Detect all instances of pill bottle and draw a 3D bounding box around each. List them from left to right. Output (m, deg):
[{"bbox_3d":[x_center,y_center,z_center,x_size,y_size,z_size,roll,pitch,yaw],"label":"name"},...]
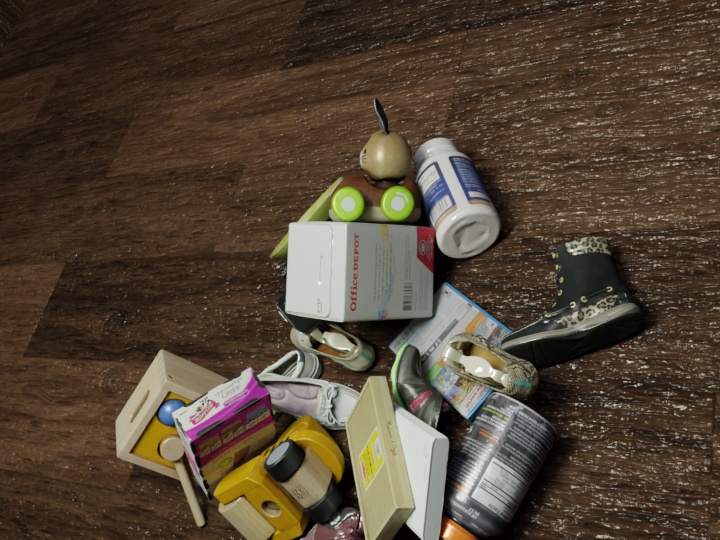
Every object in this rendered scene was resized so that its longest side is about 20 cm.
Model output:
[{"bbox_3d":[0.154,-0.128,1.299,0.110,0.111,0.202,-29,48,14],"label":"pill bottle"},{"bbox_3d":[0.169,0.273,1.024,0.106,0.106,0.201,23,75,42],"label":"pill bottle"}]

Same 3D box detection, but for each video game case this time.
[{"bbox_3d":[0.150,0.121,1.200,0.143,0.018,0.200,-48,46,-3],"label":"video game case"}]

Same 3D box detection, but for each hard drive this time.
[{"bbox_3d":[0.061,0.266,1.059,0.200,0.026,0.134,-166,81,-70],"label":"hard drive"}]

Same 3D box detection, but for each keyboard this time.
[{"bbox_3d":[-0.066,0.006,1.332,0.199,0.021,0.127,-39,82,-17],"label":"keyboard"}]

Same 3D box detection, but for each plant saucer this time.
[{"bbox_3d":[-0.091,-0.090,1.437,0.200,0.031,0.200,-46,10,10],"label":"plant saucer"}]

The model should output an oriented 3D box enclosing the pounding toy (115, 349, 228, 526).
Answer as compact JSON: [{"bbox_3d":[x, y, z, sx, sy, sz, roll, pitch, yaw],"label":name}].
[{"bbox_3d":[-0.296,0.280,1.284,0.201,0.183,0.142,-55,28,10],"label":"pounding toy"}]

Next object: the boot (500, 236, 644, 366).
[{"bbox_3d":[0.291,0.045,1.121,0.201,0.074,0.155,-20,48,17],"label":"boot"}]

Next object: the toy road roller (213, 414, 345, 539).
[{"bbox_3d":[-0.110,0.313,1.178,0.199,0.123,0.146,-35,14,28],"label":"toy road roller"}]

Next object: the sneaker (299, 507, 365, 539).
[{"bbox_3d":[-0.003,0.398,1.082,0.199,0.076,0.116,24,73,42],"label":"sneaker"}]

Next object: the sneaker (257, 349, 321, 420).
[{"bbox_3d":[-0.158,0.205,1.315,0.200,0.071,0.073,-45,46,3],"label":"sneaker"}]

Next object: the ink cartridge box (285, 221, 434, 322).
[{"bbox_3d":[0.000,0.000,1.216,0.143,0.198,0.148,4,92,46],"label":"ink cartridge box"}]

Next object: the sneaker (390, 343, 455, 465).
[{"bbox_3d":[0.098,0.204,1.148,0.083,0.077,0.203,-19,63,15],"label":"sneaker"}]

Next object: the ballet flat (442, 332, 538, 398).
[{"bbox_3d":[0.163,0.127,1.087,0.199,0.074,0.069,20,96,57],"label":"ballet flat"}]

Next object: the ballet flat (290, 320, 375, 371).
[{"bbox_3d":[-0.057,0.113,1.315,0.198,0.062,0.068,15,70,40],"label":"ballet flat"}]

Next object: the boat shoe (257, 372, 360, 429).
[{"bbox_3d":[-0.086,0.207,1.231,0.199,0.065,0.076,14,84,11],"label":"boat shoe"}]

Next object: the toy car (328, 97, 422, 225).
[{"bbox_3d":[0.025,-0.176,1.285,0.155,0.164,0.203,0,89,3],"label":"toy car"}]

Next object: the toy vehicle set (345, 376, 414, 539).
[{"bbox_3d":[0.023,0.268,1.086,0.125,0.026,0.202,115,152,-44],"label":"toy vehicle set"}]

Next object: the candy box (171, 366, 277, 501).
[{"bbox_3d":[-0.200,0.252,1.180,0.135,0.201,0.061,-29,55,-23],"label":"candy box"}]
